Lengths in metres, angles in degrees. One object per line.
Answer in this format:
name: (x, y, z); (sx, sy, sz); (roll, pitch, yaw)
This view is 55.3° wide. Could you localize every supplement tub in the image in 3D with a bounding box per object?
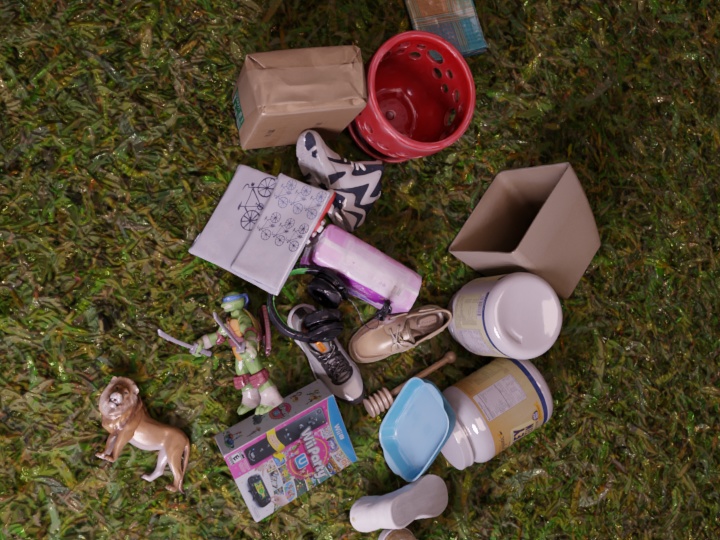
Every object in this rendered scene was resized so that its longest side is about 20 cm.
supplement tub: (0.229, 0.253, 1.237); (0.198, 0.144, 0.146); (-27, 94, -17)
supplement tub: (0.248, 0.082, 1.226); (0.143, 0.200, 0.147); (1, 85, -17)

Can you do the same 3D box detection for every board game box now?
board game box: (-0.120, 0.297, 1.142); (0.198, 0.064, 0.149); (-28, 117, -18)

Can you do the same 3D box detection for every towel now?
towel: (0.158, -0.509, 1.335); (0.145, 0.022, 0.203); (-19, 92, -19)

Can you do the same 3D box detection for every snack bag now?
snack bag: (-0.170, -0.079, 1.137); (0.198, 0.021, 0.190); (23, 79, 24)

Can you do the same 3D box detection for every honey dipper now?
honey dipper: (0.095, 0.200, 1.256); (0.199, 0.038, 0.038); (-30, 95, -20)

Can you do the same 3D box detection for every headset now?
headset: (-0.051, 0.055, 1.115); (0.197, 0.094, 0.125); (12, 67, -13)

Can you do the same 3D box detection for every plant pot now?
plant pot: (0.078, -0.290, 1.209); (0.197, 0.182, 0.204); (2, 84, -17)
plant pot: (0.322, -0.057, 1.272); (0.177, 0.199, 0.201); (41, 75, -22)

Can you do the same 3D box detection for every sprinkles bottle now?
sprinkles bottle: (0.089, 0.485, 1.146); (0.067, 0.200, 0.069); (1, 86, -17)

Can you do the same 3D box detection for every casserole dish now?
casserole dish: (0.101, 0.272, 1.186); (0.038, 0.201, 0.121); (-3, 42, -39)

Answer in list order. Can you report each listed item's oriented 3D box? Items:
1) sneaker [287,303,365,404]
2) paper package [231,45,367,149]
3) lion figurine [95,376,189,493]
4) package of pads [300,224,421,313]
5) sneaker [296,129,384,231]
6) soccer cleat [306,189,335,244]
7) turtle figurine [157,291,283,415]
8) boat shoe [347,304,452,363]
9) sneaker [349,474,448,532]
sneaker: (-0.059, 0.150, 1.184); (0.074, 0.079, 0.201); (-36, 97, -9)
paper package: (-0.108, -0.284, 1.140); (0.188, 0.200, 0.105); (-10, 88, -18)
lion figurine: (-0.340, 0.264, 1.103); (0.199, 0.072, 0.124); (38, 62, -26)
package of pads: (0.000, 0.000, 1.195); (0.198, 0.120, 0.076); (29, 77, -13)
sneaker: (-0.024, -0.182, 1.209); (0.130, 0.079, 0.200); (-45, 118, -25)
soccer cleat: (-0.122, -0.071, 1.163); (0.085, 0.069, 0.200); (41, 104, -8)
turtle figurine: (-0.216, 0.146, 1.108); (0.142, 0.200, 0.196); (-19, 97, 16)
boat shoe: (0.072, 0.112, 1.238); (0.198, 0.065, 0.073); (-19, 91, -16)
sneaker: (0.065, 0.410, 1.212); (0.199, 0.115, 0.075); (8, 68, -52)
